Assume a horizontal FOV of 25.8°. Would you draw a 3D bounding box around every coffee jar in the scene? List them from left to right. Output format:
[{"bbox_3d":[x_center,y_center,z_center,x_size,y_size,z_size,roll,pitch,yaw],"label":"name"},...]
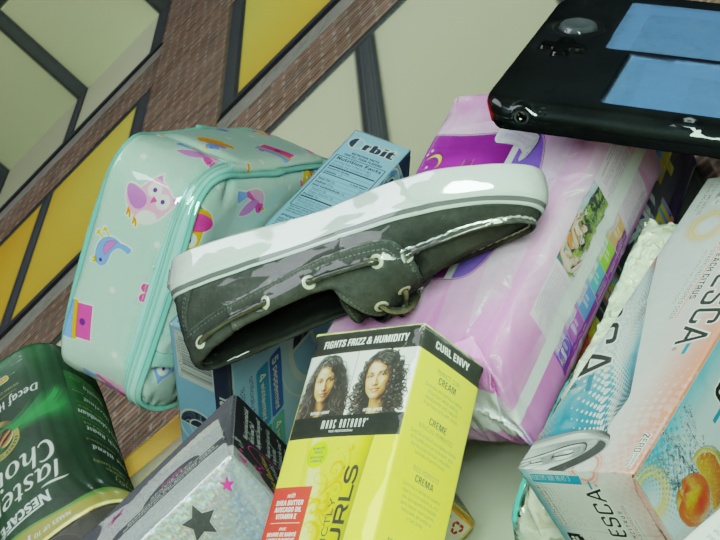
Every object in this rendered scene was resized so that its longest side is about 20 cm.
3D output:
[{"bbox_3d":[-0.181,0.140,0.942,0.104,0.086,0.200,-38,44,-1],"label":"coffee jar"}]

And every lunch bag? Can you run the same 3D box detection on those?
[{"bbox_3d":[-0.091,-0.002,0.948,0.200,0.076,0.162,-12,-58,-65],"label":"lunch bag"}]

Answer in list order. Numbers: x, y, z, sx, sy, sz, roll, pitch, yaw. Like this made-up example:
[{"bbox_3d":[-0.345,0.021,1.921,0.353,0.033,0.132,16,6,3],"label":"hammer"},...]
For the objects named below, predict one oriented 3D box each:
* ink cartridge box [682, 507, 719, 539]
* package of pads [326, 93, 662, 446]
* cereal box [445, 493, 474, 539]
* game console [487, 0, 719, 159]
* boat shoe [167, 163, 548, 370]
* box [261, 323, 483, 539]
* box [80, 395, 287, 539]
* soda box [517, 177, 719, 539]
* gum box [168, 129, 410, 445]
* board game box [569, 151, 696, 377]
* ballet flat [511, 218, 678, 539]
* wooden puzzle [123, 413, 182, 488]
[{"bbox_3d":[0.216,0.079,0.533,0.200,0.068,0.115,-40,22,-1],"label":"ink cartridge box"},{"bbox_3d":[0.068,-0.004,0.822,0.119,0.076,0.201,0,49,38],"label":"package of pads"},{"bbox_3d":[-0.029,0.182,0.917,0.200,0.039,0.144,-48,20,2],"label":"cereal box"},{"bbox_3d":[0.179,-0.098,0.792,0.198,0.031,0.177,9,26,19],"label":"game console"},{"bbox_3d":[0.000,0.000,0.765,0.198,0.069,0.057,-16,73,18],"label":"boat shoe"},{"bbox_3d":[-0.006,0.126,0.690,0.075,0.050,0.202,-7,59,43],"label":"box"},{"bbox_3d":[-0.099,0.181,0.794,0.200,0.115,0.132,-45,8,3],"label":"box"},{"bbox_3d":[0.155,0.040,0.707,0.068,0.064,0.200,-6,36,49],"label":"soda box"},{"bbox_3d":[-0.036,0.040,0.950,0.044,0.171,0.200,21,46,23],"label":"gum box"},{"bbox_3d":[0.091,-0.001,0.921,0.164,0.057,0.201,-6,44,39],"label":"board game box"},{"bbox_3d":[0.137,0.057,0.772,0.071,0.072,0.201,-17,39,54],"label":"ballet flat"},{"bbox_3d":[-0.130,0.135,1.077,0.184,0.037,0.200,-39,-7,3],"label":"wooden puzzle"}]
